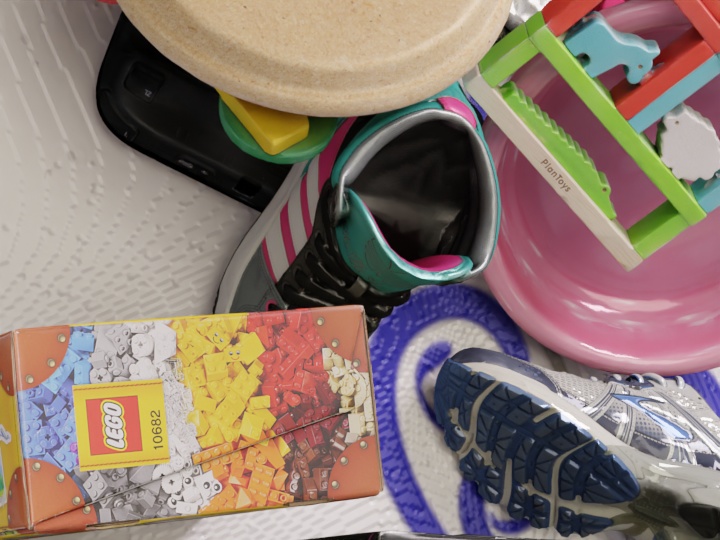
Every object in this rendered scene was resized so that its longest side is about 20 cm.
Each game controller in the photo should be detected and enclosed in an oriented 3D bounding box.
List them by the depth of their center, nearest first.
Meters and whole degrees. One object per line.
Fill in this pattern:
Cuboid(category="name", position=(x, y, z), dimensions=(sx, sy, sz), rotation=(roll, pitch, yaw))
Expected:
Cuboid(category="game controller", position=(-0.028, -0.074, 1.124), dimensions=(0.199, 0.042, 0.105), rotation=(27, 57, -19))

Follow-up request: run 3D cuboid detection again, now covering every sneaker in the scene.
Cuboid(category="sneaker", position=(0.000, 0.000, 1.047), dimensions=(0.083, 0.121, 0.201), rotation=(23, 94, -18))
Cuboid(category="sneaker", position=(0.128, 0.087, 1.150), dimensions=(0.199, 0.077, 0.085), rotation=(28, 42, -5))

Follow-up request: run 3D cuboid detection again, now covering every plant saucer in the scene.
Cuboid(category="plant saucer", position=(0.149, -0.045, 1.139), dimensions=(0.199, 0.051, 0.202), rotation=(-2, 118, -4))

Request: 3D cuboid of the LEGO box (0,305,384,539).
Cuboid(category="LEGO box", position=(-0.100, 0.068, 0.973), dimensions=(0.148, 0.200, 0.078), rotation=(-3, 83, -25))

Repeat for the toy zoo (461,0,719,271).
Cuboid(category="toy zoo", position=(0.162, -0.103, 1.067), dimensions=(0.200, 0.021, 0.131), rotation=(-38, 115, 16))

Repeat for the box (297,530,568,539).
Cuboid(category="box", position=(0.028, 0.222, 1.033), dimensions=(0.123, 0.148, 0.202), rotation=(7, 78, -25))

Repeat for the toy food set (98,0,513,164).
Cuboid(category="toy food set", position=(-0.028, -0.148, 1.027), dimensions=(0.197, 0.049, 0.200), rotation=(-30, 72, -27))

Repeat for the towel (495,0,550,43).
Cuboid(category="towel", position=(0.130, -0.185, 1.210), dimensions=(0.200, 0.034, 0.193), rotation=(39, 68, -15))

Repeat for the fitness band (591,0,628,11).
Cuboid(category="fitness band", position=(0.200, -0.133, 1.140), dimensions=(0.198, 0.144, 0.038), rotation=(10, 76, -18))
